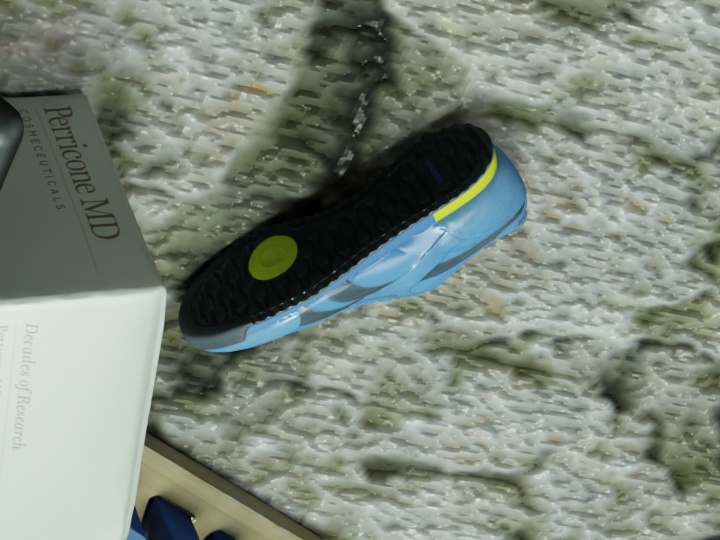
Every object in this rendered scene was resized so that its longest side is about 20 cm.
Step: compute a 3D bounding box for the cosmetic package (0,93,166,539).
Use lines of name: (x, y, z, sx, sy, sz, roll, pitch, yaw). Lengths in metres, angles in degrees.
cosmetic package: (-0.218, 0.029, 1.272, 0.199, 0.168, 0.167, -4, 129, -20)

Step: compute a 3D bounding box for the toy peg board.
toy peg board: (-0.138, 0.214, 1.505, 0.199, 0.098, 0.200, -42, 131, 15)

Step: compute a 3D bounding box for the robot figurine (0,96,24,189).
robot figurine: (-0.250, -0.086, 1.157, 0.200, 0.150, 0.125, 34, 101, 2)

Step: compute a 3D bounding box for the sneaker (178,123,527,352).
sneaker: (0.000, 0.000, 1.407, 0.200, 0.066, 0.079, -29, 136, 3)
